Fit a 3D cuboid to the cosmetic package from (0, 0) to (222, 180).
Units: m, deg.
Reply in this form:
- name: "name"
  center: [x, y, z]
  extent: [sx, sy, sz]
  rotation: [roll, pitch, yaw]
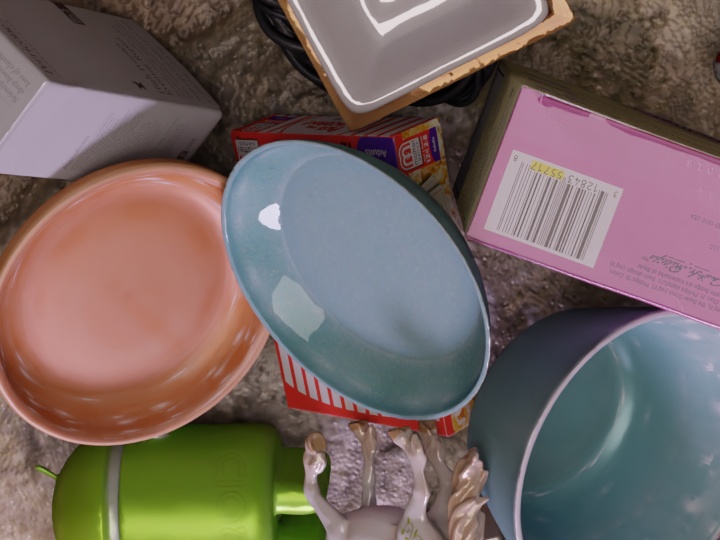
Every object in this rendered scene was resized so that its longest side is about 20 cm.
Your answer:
- name: "cosmetic package"
  center: [-0.182, -0.111, 1.203]
  extent: [0.102, 0.200, 0.074]
  rotation: [44, 106, 19]

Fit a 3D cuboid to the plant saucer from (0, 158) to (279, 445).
- name: "plant saucer"
  center: [-0.146, 0.017, 1.238]
  extent: [0.200, 0.037, 0.200]
  rotation: [-16, 124, -24]

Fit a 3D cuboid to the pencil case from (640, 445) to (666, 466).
- name: "pencil case"
  center: [0.222, 0.131, 1.326]
  extent: [0.084, 0.086, 0.200]
  rotation: [33, 105, -18]

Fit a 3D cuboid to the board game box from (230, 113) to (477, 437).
- name: "board game box"
  center: [0.000, 0.000, 1.275]
  extent: [0.151, 0.046, 0.200]
  rotation: [5, 113, 45]

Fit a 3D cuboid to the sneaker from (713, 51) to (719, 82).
- name: "sneaker"
  center: [0.312, -0.185, 1.231]
  extent: [0.200, 0.071, 0.113]
  rotation: [-15, 110, -1]

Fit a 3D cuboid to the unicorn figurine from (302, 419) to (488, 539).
- name: "unicorn figurine"
  center: [0.015, 0.165, 1.257]
  extent: [0.074, 0.200, 0.138]
  rotation: [-13, 94, -23]

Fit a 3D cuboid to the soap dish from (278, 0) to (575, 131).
- name: "soap dish"
  center: [0.017, -0.208, 1.188]
  extent: [0.157, 0.081, 0.200]
  rotation: [-26, 101, 15]

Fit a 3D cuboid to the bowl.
- name: "bowl"
  center: [0.147, 0.103, 1.239]
  extent: [0.201, 0.105, 0.201]
  rotation: [-13, 116, -30]

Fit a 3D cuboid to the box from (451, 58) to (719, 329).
- name: "box"
  center: [0.156, -0.050, 1.210]
  extent: [0.176, 0.200, 0.097]
  rotation: [20, 100, -3]

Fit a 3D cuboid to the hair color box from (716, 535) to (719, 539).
- name: "hair color box"
  center: [0.319, 0.176, 1.230]
  extent: [0.200, 0.099, 0.061]
  rotation: [-24, 119, 24]

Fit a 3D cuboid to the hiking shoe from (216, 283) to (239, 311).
- name: "hiking shoe"
  center: [-0.173, -0.005, 1.310]
  extent: [0.200, 0.074, 0.087]
  rotation: [-14, 117, -4]

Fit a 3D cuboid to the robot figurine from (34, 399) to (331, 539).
- name: "robot figurine"
  center: [-0.119, 0.163, 1.338]
  extent: [0.200, 0.116, 0.176]
  rotation: [-2, 112, 4]

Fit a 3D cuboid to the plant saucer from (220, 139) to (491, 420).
- name: "plant saucer"
  center: [0.004, 0.000, 1.185]
  extent: [0.200, 0.036, 0.200]
  rotation: [26, 138, 26]

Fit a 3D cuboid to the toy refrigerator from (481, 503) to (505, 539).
- name: "toy refrigerator"
  center: [0.092, 0.268, 1.381]
  extent: [0.070, 0.076, 0.200]
  rotation: [-15, 106, 8]

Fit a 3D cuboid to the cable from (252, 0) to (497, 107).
- name: "cable"
  center: [0.011, -0.185, 1.258]
  extent: [0.163, 0.051, 0.200]
  rotation: [-27, 104, 11]
